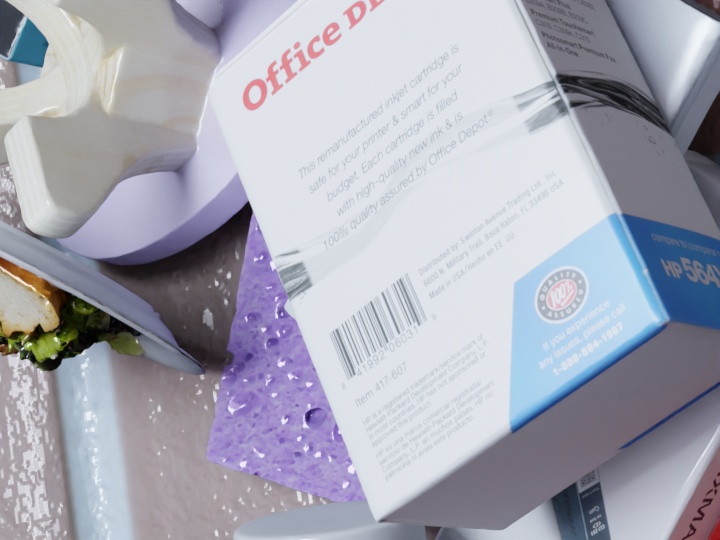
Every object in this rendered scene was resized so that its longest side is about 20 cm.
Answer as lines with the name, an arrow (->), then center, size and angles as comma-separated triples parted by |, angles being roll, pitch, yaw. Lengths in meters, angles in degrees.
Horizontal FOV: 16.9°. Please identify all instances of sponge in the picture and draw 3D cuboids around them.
sponge -> 0.000, 0.000, 1.063 | 0.111, 0.030, 0.201 | 13, 93, 34

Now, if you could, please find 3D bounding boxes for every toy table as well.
toy table -> -0.114, -0.089, 1.075 | 0.200, 0.117, 0.184 | -51, 49, 26

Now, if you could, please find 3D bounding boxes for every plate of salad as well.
plate of salad -> -0.161, 0.009, 1.069 | 0.200, 0.200, 0.048 | 20, 81, 33

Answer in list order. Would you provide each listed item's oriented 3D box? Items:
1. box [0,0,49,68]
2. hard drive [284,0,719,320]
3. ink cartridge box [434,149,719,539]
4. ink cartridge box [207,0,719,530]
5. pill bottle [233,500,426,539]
box -> -0.140, -0.203, 1.160 | 0.082, 0.049, 0.201 | 33, 104, 31
hard drive -> 0.058, -0.037, 0.987 | 0.132, 0.027, 0.201 | 38, 106, 37
ink cartridge box -> 0.141, 0.077, 0.955 | 0.176, 0.045, 0.201 | 34, 105, 32
ink cartridge box -> 0.044, -0.024, 0.923 | 0.146, 0.084, 0.201 | -37, 61, 30
pill bottle -> -0.001, 0.198, 0.981 | 0.109, 0.109, 0.201 | -5, 94, 33
